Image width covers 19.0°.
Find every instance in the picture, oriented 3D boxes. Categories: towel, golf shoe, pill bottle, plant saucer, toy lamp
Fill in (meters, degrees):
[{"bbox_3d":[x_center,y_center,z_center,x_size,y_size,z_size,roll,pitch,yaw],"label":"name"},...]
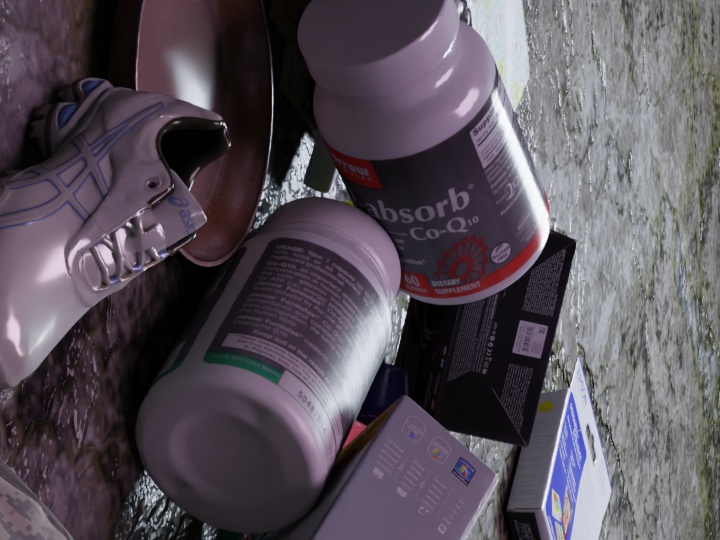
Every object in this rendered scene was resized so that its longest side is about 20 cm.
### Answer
[{"bbox_3d":[0.095,-0.193,1.779,0.200,0.048,0.172,-63,151,-53],"label":"towel"},{"bbox_3d":[-0.127,-0.023,1.046,0.079,0.096,0.201,75,26,-42],"label":"golf shoe"},{"bbox_3d":[0.038,-0.084,1.318,0.201,0.115,0.116,64,32,-42],"label":"pill bottle"},{"bbox_3d":[-0.046,0.049,1.257,0.200,0.112,0.114,-63,148,-51],"label":"pill bottle"},{"bbox_3d":[-0.098,-0.103,1.229,0.200,0.032,0.202,0,90,-71],"label":"plant saucer"},{"bbox_3d":[0.001,0.159,1.489,0.058,0.058,0.201,62,36,-55],"label":"toy lamp"}]

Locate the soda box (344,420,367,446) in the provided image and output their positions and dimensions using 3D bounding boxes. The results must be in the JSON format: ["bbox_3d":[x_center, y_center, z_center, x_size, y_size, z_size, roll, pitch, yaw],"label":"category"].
[{"bbox_3d":[-0.017,0.201,1.383,0.070,0.063,0.201,27,58,-26],"label":"soda box"}]

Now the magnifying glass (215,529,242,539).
[{"bbox_3d":[-0.048,0.119,1.349,0.080,0.022,0.201,49,56,-57],"label":"magnifying glass"}]

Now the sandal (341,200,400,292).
[{"bbox_3d":[0.000,0.000,1.466,0.200,0.079,0.088,-20,113,-61],"label":"sandal"}]

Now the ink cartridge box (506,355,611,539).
[{"bbox_3d":[0.192,0.221,2.074,0.201,0.047,0.199,-72,153,-45],"label":"ink cartridge box"}]

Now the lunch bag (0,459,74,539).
[{"bbox_3d":[-0.188,0.165,0.826,0.169,0.138,0.200,68,23,-12],"label":"lunch bag"}]

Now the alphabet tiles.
[{"bbox_3d":[-0.025,-0.195,1.483,0.166,0.006,0.202,51,43,-63],"label":"alphabet tiles"}]

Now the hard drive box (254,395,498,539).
[{"bbox_3d":[-0.026,0.188,1.205,0.077,0.156,0.200,40,42,-5],"label":"hard drive box"}]

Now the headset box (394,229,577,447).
[{"bbox_3d":[0.083,0.031,1.560,0.200,0.074,0.150,-138,-119,-79],"label":"headset box"}]

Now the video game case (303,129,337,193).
[{"bbox_3d":[0.015,-0.179,1.441,0.201,0.023,0.183,-69,179,-46],"label":"video game case"}]
